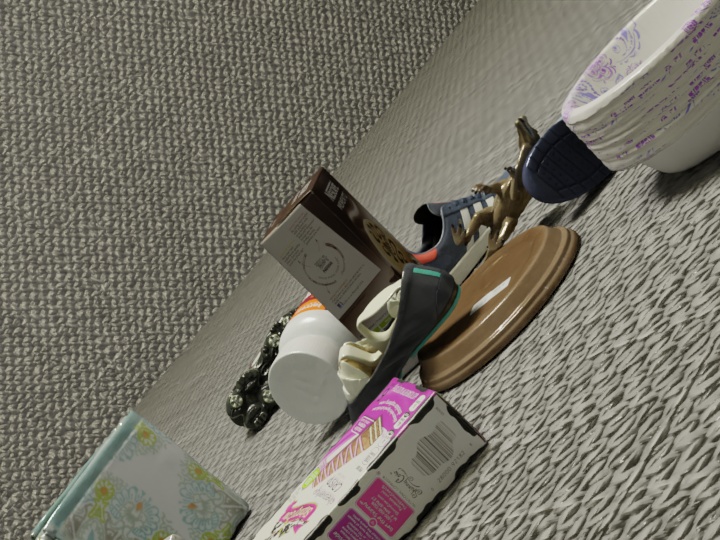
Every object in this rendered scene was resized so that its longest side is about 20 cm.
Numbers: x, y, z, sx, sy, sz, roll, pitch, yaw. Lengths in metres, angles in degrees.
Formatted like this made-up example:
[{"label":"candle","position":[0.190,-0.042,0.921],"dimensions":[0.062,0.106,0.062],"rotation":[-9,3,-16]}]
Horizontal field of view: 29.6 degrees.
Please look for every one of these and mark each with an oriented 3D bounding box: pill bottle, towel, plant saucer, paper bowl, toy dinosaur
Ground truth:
[{"label":"pill bottle","position":[-0.025,0.073,1.499],"dimensions":[0.109,0.110,0.200],"rotation":[-41,10,34]},{"label":"towel","position":[-0.227,0.264,1.412],"dimensions":[0.048,0.171,0.201],"rotation":[-40,11,45]},{"label":"plant saucer","position":[0.121,0.029,1.257],"dimensions":[0.200,0.029,0.200],"rotation":[-45,9,9]},{"label":"paper bowl","position":[0.270,-0.162,1.127],"dimensions":[0.201,0.104,0.201],"rotation":[-46,8,8]},{"label":"toy dinosaur","position":[0.141,-0.051,1.367],"dimensions":[0.101,0.058,0.202],"rotation":[-32,-33,-46]}]

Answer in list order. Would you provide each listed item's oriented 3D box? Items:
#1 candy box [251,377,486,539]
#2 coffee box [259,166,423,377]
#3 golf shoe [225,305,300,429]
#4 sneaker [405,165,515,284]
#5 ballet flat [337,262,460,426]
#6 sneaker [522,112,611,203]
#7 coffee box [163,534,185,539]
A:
[{"label":"candy box","position":[-0.004,0.180,1.062],"dimensions":[0.200,0.061,0.136],"rotation":[-49,9,-8]},{"label":"coffee box","position":[0.000,0.000,1.398],"dimensions":[0.080,0.200,0.113],"rotation":[-44,9,16]},{"label":"golf shoe","position":[-0.110,0.122,1.827],"dimensions":[0.200,0.077,0.088],"rotation":[-48,1,-10]},{"label":"sneaker","position":[0.113,-0.061,1.514],"dimensions":[0.200,0.084,0.075],"rotation":[-51,9,-26]},{"label":"ballet flat","position":[0.020,0.071,1.257],"dimensions":[0.201,0.073,0.073],"rotation":[-60,0,31]},{"label":"sneaker","position":[0.222,-0.129,1.351],"dimensions":[0.200,0.074,0.082],"rotation":[-46,1,-28]},{"label":"coffee box","position":[-0.105,0.282,0.614],"dimensions":[0.197,0.200,0.201],"rotation":[-39,11,42]}]
